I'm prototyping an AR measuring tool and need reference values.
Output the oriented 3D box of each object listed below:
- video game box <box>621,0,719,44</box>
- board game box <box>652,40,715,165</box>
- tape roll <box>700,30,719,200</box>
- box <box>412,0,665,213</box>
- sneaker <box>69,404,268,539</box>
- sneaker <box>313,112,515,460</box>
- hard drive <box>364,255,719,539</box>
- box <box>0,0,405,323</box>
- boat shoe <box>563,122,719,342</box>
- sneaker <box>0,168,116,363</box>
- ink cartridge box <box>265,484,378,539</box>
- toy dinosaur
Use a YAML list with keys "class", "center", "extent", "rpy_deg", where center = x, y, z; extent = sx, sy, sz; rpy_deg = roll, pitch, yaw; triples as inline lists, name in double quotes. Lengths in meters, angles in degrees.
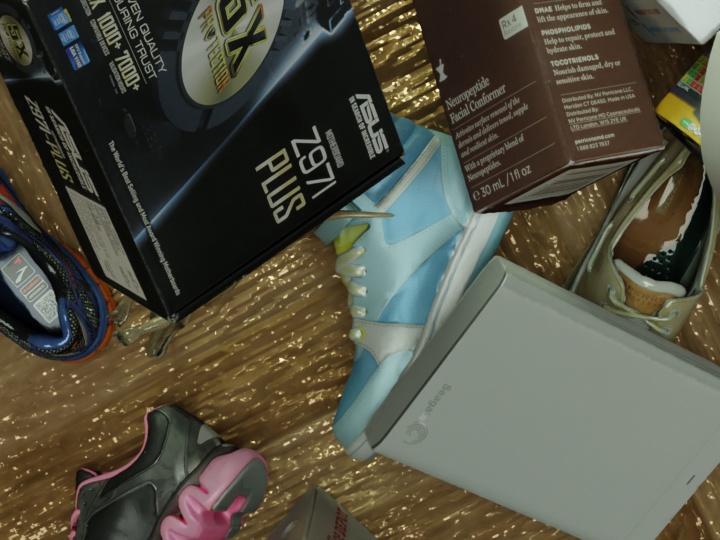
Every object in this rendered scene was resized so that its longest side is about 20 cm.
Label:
- class: "video game box"
  center: [0.227, -0.206, 1.102]
  extent: [0.200, 0.182, 0.047]
  rpy_deg: [-45, 98, 5]
- class: "board game box"
  center: [0.282, -0.089, 1.129]
  extent: [0.165, 0.057, 0.200]
  rpy_deg: [-49, 128, 3]
- class: "tape roll"
  center: [0.277, -0.089, 1.045]
  extent: [0.202, 0.071, 0.203]
  rpy_deg: [-14, 124, -21]
- class: "box"
  center: [0.088, -0.142, 1.120]
  extent: [0.075, 0.100, 0.201]
  rpy_deg: [-10, 80, -32]
- class: "sneaker"
  center: [-0.145, 0.166, 1.206]
  extent: [0.095, 0.079, 0.200]
  rpy_deg: [40, 94, 18]
- class: "sneaker"
  center: [0.000, 0.000, 1.177]
  extent: [0.130, 0.080, 0.201]
  rpy_deg: [26, 86, -5]
- class: "hard drive"
  center: [0.119, 0.084, 1.155]
  extent: [0.200, 0.026, 0.132]
  rpy_deg: [25, 112, -29]
- class: "box"
  center: [-0.088, -0.104, 1.029]
  extent: [0.164, 0.086, 0.201]
  rpy_deg: [-35, 124, -22]
- class: "boat shoe"
  center: [0.161, 0.008, 1.181]
  extent: [0.074, 0.068, 0.201]
  rpy_deg: [16, 96, -2]
- class: "sneaker"
  center: [-0.224, -0.022, 1.173]
  extent: [0.200, 0.078, 0.075]
  rpy_deg: [39, 94, -4]
- class: "ink cartridge box"
  center: [0.016, 0.233, 1.166]
  extent: [0.200, 0.146, 0.084]
  rpy_deg: [42, 96, -3]
- class: "toy dinosaur"
  center: [-0.083, -0.005, 1.136]
  extent: [0.200, 0.101, 0.058]
  rpy_deg: [-31, 84, 40]
